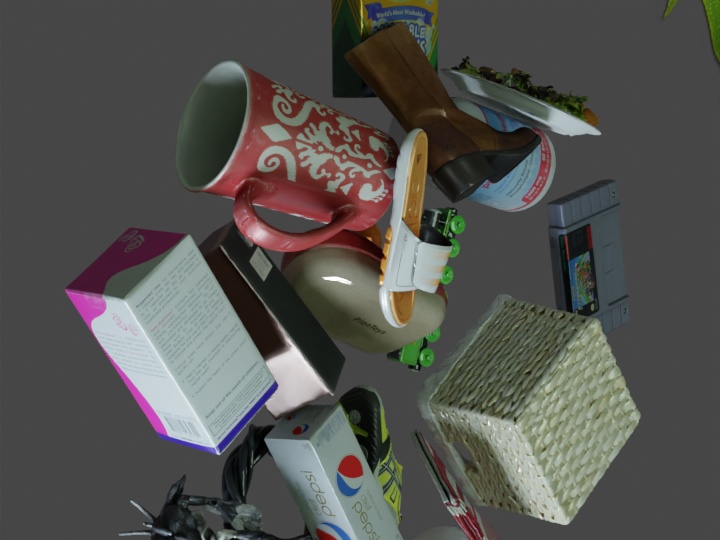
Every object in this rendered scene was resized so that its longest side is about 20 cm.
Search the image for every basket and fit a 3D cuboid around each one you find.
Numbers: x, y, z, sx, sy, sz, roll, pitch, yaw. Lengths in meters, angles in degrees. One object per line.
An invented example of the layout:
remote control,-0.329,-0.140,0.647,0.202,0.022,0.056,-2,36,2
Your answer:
basket,0.207,0.171,1.849,0.200,0.160,0.199,-47,127,-27

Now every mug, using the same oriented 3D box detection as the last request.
mug,-0.072,-0.096,1.526,0.199,0.133,0.179,17,77,-35

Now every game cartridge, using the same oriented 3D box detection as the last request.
game cartridge,0.303,-0.008,2.009,0.129,0.038,0.201,-25,113,-45

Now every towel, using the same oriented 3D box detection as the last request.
towel,0.130,0.291,1.812,0.023,0.144,0.200,-33,124,2

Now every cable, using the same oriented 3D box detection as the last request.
cable,-0.082,0.253,1.638,0.163,0.051,0.201,-30,115,-38

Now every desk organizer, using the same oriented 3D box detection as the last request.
desk organizer,-0.107,0.051,1.575,0.200,0.077,0.072,54,25,-18

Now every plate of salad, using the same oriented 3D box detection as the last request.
plate of salad,0.187,-0.203,1.746,0.199,0.200,0.048,18,96,-45

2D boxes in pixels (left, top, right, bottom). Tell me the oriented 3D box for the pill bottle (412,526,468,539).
pill bottle,0.120,0.410,1.828,0.112,0.112,0.201,-41,123,-33

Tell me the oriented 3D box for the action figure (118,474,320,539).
action figure,-0.140,0.279,1.500,0.102,0.199,0.119,43,65,-52

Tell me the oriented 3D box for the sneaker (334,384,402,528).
sneaker,0.008,0.219,1.728,0.076,0.075,0.201,-28,124,-50

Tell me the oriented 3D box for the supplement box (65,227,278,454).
supplement box,-0.183,0.068,1.486,0.103,0.101,0.201,-48,126,-29

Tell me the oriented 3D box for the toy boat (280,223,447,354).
toy boat,0.000,0.000,1.666,0.200,0.130,0.131,28,46,-44

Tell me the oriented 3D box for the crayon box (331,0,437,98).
crayon box,0.027,-0.294,1.680,0.125,0.051,0.201,-9,102,-44

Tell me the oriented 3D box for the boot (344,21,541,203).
boot,0.091,-0.181,1.645,0.188,0.068,0.200,-29,80,-43

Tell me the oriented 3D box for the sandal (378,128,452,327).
sandal,0.063,-0.038,1.545,0.079,0.059,0.208,-25,123,-65

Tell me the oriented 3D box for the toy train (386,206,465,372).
toy train,0.075,0.018,1.781,0.056,0.042,0.201,16,84,-34

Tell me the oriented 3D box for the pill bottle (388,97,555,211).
pill bottle,0.128,-0.138,1.761,0.199,0.108,0.109,13,87,-45

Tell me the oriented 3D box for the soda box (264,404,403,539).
soda box,-0.024,0.240,1.614,0.064,0.068,0.201,-45,121,-42
